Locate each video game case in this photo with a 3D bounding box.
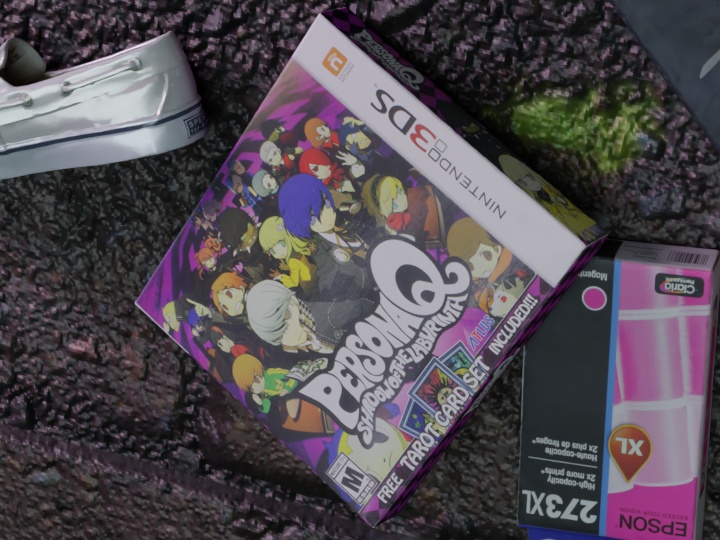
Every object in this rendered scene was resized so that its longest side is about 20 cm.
[{"bbox_3d":[0.000,0.000,1.053,0.181,0.036,0.200,43,117,14],"label":"video game case"}]

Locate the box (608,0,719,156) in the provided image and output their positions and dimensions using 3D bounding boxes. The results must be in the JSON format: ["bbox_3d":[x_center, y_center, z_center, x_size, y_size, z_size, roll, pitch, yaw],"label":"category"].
[{"bbox_3d":[0.197,-0.175,0.887,0.196,0.118,0.200,-32,107,24],"label":"box"}]

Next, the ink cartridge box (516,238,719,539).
[{"bbox_3d":[0.130,0.082,1.061,0.094,0.037,0.201,6,112,16],"label":"ink cartridge box"}]

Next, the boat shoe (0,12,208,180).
[{"bbox_3d":[-0.184,-0.094,1.077,0.201,0.075,0.086,-7,107,18],"label":"boat shoe"}]
